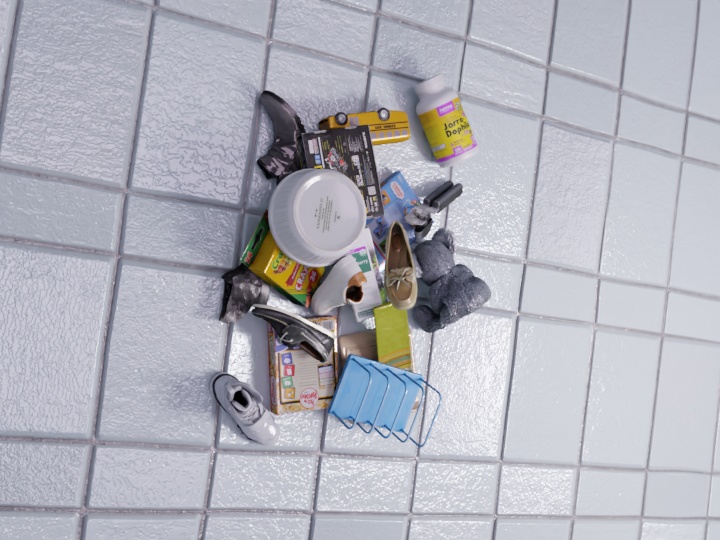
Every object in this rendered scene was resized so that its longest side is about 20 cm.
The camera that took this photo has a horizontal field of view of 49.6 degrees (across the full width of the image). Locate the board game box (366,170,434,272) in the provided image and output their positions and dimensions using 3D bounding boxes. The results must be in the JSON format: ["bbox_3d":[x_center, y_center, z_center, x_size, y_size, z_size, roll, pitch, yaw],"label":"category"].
[{"bbox_3d":[0.057,-0.107,1.792,0.200,0.036,0.152,-42,107,-18],"label":"board game box"}]

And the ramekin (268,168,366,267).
[{"bbox_3d":[-0.078,-0.111,1.568,0.200,0.094,0.206,2,85,-26],"label":"ramekin"}]

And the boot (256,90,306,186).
[{"bbox_3d":[-0.177,-0.273,1.669,0.132,0.070,0.200,-44,103,-12],"label":"boot"}]

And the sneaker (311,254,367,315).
[{"bbox_3d":[-0.045,0.056,1.657,0.072,0.200,0.085,-30,74,-35],"label":"sneaker"}]

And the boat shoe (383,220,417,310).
[{"bbox_3d":[0.082,-0.011,1.705,0.072,0.063,0.202,-9,60,1],"label":"boat shoe"}]

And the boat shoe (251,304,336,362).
[{"bbox_3d":[-0.143,0.128,1.632,0.199,0.072,0.068,30,72,-23],"label":"boat shoe"}]

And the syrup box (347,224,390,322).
[{"bbox_3d":[0.000,0.000,1.717,0.078,0.082,0.203,-16,108,-4],"label":"syrup box"}]

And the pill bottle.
[{"bbox_3d":[0.194,-0.349,1.817,0.104,0.104,0.202,-29,102,-21],"label":"pill bottle"}]

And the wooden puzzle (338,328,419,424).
[{"bbox_3d":[0.042,0.237,1.793,0.183,0.037,0.203,-8,89,-24],"label":"wooden puzzle"}]

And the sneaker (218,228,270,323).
[{"bbox_3d":[-0.243,0.010,1.642,0.103,0.060,0.203,3,93,-29],"label":"sneaker"}]

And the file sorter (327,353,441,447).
[{"bbox_3d":[0.057,0.287,1.693,0.198,0.122,0.140,19,94,-26],"label":"file sorter"}]

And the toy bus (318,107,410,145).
[{"bbox_3d":[0.009,-0.319,1.753,0.198,0.065,0.080,-11,97,-25],"label":"toy bus"}]

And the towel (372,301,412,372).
[{"bbox_3d":[0.074,0.160,1.737,0.085,0.018,0.203,-20,120,-24],"label":"towel"}]

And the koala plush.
[{"bbox_3d":[0.190,0.013,1.793,0.176,0.184,0.202,-30,89,-19],"label":"koala plush"}]

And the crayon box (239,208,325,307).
[{"bbox_3d":[-0.154,-0.023,1.636,0.200,0.050,0.128,42,67,-48],"label":"crayon box"}]

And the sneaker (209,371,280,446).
[{"bbox_3d":[-0.229,0.298,1.621,0.075,0.115,0.201,-44,107,-17],"label":"sneaker"}]

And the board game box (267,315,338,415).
[{"bbox_3d":[-0.124,0.205,1.706,0.149,0.046,0.203,-2,91,-25],"label":"board game box"}]

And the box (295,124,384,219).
[{"bbox_3d":[-0.042,-0.201,1.668,0.158,0.049,0.203,-12,93,-20],"label":"box"}]

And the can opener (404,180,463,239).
[{"bbox_3d":[0.170,-0.146,1.811,0.200,0.052,0.067,-43,141,-38],"label":"can opener"}]
